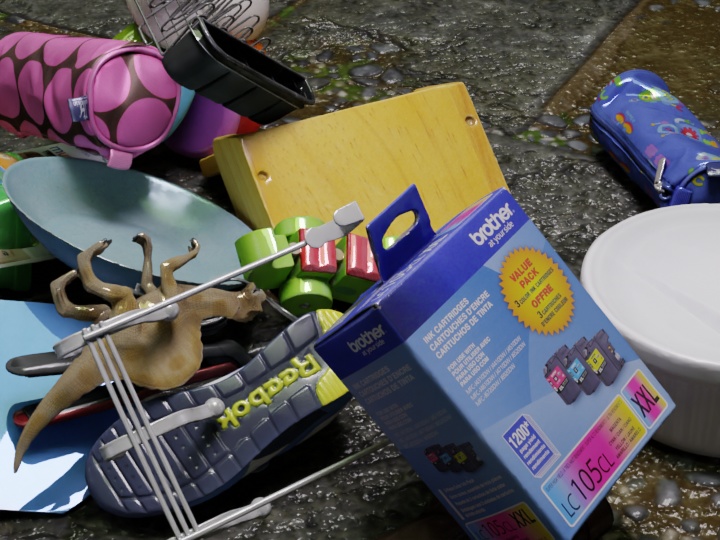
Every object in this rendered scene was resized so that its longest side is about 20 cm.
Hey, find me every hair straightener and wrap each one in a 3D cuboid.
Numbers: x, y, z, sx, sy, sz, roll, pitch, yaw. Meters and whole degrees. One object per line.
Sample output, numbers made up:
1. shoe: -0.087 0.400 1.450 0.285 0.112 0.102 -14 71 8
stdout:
1. hair straightener: -0.134 0.046 1.000 0.200 0.077 0.041 -11 14 -16

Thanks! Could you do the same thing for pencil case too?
1. pencil case: -0.223 -0.136 1.182 0.091 0.094 0.200 -1 10 -35
2. pencil case: 0.255 -0.096 1.268 0.087 0.078 0.200 13 27 -22

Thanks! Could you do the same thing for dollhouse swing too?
1. dollhouse swing: -0.014 -0.057 1.253 0.200 0.176 0.182 -17 78 -24

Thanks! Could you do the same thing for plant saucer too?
1. plant saucer: -0.166 -0.023 1.103 0.201 0.039 0.201 19 18 -7

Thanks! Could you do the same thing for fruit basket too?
1. fruit basket: -0.261 -0.062 1.212 0.200 0.094 0.185 -20 38 -33

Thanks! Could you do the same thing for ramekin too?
1. ramekin: 0.249 0.044 1.045 0.202 0.094 0.202 0 34 0

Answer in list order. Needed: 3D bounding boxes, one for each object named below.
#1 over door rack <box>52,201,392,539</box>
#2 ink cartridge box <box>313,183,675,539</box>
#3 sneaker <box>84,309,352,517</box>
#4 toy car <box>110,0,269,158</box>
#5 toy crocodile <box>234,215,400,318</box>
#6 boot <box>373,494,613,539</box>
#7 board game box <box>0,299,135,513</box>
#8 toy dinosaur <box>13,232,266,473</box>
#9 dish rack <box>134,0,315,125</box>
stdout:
1. over door rack: -0.063 0.070 0.915 0.200 0.148 0.067 -25 -5 -10
2. ink cartridge box: 0.069 0.048 0.872 0.200 0.076 0.136 50 51 -3
3. sneaker: -0.082 0.102 0.987 0.200 0.082 0.074 -27 76 -12
4. toy car: -0.155 -0.169 1.332 0.150 0.175 0.200 53 32 3
5. toy crocodile: 0.000 0.000 1.097 0.200 0.062 0.068 11 59 -27
6. boot: 0.024 0.151 0.918 0.200 0.064 0.186 -30 46 -31
7. board game box: -0.251 0.095 1.013 0.200 0.039 0.158 4 55 -9
8. toy dinosaur: -0.149 0.036 0.953 0.200 0.058 0.101 -31 84 -23
9. dish rack: -0.126 -0.207 1.159 0.055 0.153 0.200 -34 66 17
